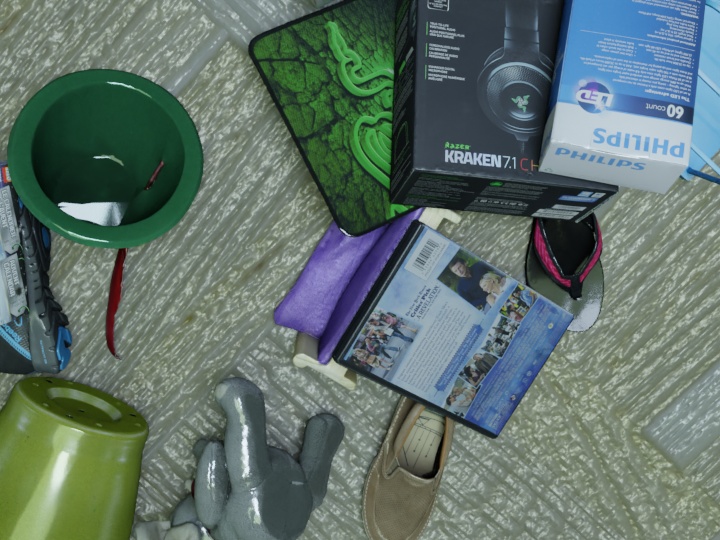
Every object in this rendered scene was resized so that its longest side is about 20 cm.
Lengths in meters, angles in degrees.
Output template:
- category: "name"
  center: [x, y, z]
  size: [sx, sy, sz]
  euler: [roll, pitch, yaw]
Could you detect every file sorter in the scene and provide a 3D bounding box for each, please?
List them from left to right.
- category: "file sorter"
  center: [0.324, -0.191, 0.813]
  size: [0.139, 0.123, 0.200]
  euler: [40, 100, -10]

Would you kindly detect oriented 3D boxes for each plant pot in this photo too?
- category: "plant pot"
  center: [-0.289, 0.210, 0.866]
  size: [0.199, 0.200, 0.194]
  euler: [23, 94, -7]

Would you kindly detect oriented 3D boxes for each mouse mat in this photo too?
- category: "mouse mat"
  center: [0.012, -0.145, 0.818]
  size: [0.160, 0.008, 0.201]
  euler: [-26, 84, -15]

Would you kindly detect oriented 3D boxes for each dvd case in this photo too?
- category: "dvd case"
  center: [0.088, 0.059, 0.852]
  size: [0.199, 0.018, 0.143]
  euler: [29, 97, -28]

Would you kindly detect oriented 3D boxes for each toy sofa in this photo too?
- category: "toy sofa"
  center: [0.000, 0.000, 0.870]
  size: [0.097, 0.083, 0.201]
  euler: [30, 101, -9]

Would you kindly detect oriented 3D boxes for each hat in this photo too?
- category: "hat"
  center: [-0.249, -0.060, 0.881]
  size: [0.165, 0.176, 0.201]
  euler: [25, 62, -10]

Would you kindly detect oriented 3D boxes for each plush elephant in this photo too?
- category: "plush elephant"
  center: [-0.121, 0.217, 0.897]
  size: [0.154, 0.164, 0.201]
  euler: [-12, 68, 37]

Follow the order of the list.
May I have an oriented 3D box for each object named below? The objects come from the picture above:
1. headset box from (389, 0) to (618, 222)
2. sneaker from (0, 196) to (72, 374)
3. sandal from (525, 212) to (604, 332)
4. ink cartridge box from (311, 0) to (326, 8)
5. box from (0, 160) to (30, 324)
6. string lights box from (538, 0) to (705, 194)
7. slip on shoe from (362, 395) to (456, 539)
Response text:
- category: "headset box"
  center: [0.119, -0.155, 0.789]
  size: [0.173, 0.093, 0.201]
  euler: [6, 76, -10]
- category: "sneaker"
  center: [-0.327, 0.005, 0.866]
  size: [0.081, 0.073, 0.201]
  euler: [-6, 104, -1]
- category: "sandal"
  center: [0.195, -0.035, 0.886]
  size: [0.075, 0.045, 0.201]
  euler: [-5, 104, -1]
- category: "ink cartridge box"
  center: [0.022, -0.269, 0.744]
  size: [0.159, 0.200, 0.047]
  euler: [-28, 102, 5]
- category: "box"
  center: [-0.390, -0.031, 0.835]
  size: [0.199, 0.040, 0.138]
  euler: [5, 106, 22]
- category: "string lights box"
  center: [0.204, -0.169, 0.721]
  size: [0.102, 0.059, 0.201]
  euler: [11, 74, 3]
- category: "slip on shoe"
  center: [0.052, 0.198, 0.930]
  size: [0.076, 0.061, 0.201]
  euler: [18, 102, -6]
